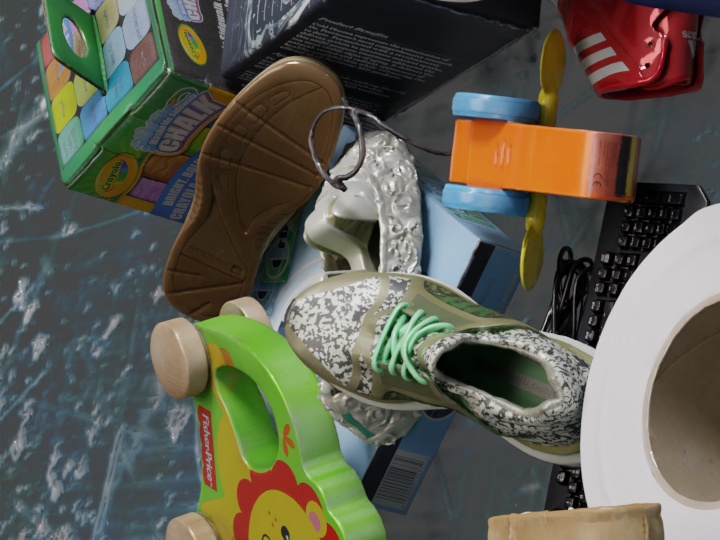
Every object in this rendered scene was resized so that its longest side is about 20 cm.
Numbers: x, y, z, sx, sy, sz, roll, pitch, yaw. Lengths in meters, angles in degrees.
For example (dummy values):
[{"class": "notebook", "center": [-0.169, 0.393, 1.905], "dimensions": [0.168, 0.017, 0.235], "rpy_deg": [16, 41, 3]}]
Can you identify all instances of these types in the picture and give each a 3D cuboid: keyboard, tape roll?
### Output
[{"class": "keyboard", "center": [0.122, 0.049, 1.454], "dimensions": [0.104, 0.039, 0.201], "rpy_deg": [2, 77, 54]}, {"class": "tape roll", "center": [0.194, 0.070, 1.317], "dimensions": [0.202, 0.070, 0.204], "rpy_deg": [-26, 57, 47]}]

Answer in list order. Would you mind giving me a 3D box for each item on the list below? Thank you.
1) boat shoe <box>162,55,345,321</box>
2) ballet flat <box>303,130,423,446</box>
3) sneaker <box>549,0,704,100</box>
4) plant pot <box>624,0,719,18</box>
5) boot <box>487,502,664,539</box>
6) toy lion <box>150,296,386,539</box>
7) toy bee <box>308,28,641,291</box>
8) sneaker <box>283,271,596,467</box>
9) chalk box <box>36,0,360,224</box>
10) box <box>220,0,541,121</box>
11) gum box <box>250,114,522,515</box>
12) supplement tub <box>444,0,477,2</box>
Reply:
[{"class": "boat shoe", "center": [-0.059, -0.058, 1.642], "dimensions": [0.072, 0.072, 0.201], "rpy_deg": [-65, 1, -52]}, {"class": "ballet flat", "center": [0.000, 0.000, 1.546], "dimensions": [0.072, 0.071, 0.201], "rpy_deg": [-35, 49, 42]}, {"class": "sneaker", "center": [0.178, -0.163, 1.449], "dimensions": [0.200, 0.078, 0.116], "rpy_deg": [-53, 46, 46]}, {"class": "plant pot", "center": [0.195, -0.228, 1.285], "dimensions": [0.199, 0.180, 0.201], "rpy_deg": [10, 85, 27]}, {"class": "boot", "center": [0.080, 0.209, 1.248], "dimensions": [0.174, 0.066, 0.201], "rpy_deg": [-10, 84, 44]}, {"class": "toy lion", "center": [-0.042, 0.135, 1.578], "dimensions": [0.191, 0.068, 0.201], "rpy_deg": [25, 124, 53]}, {"class": "toy bee", "center": [0.086, -0.069, 1.499], "dimensions": [0.200, 0.108, 0.132], "rpy_deg": [36, 112, 38]}, {"class": "sneaker", "center": [0.043, 0.040, 1.430], "dimensions": [0.199, 0.089, 0.077], "rpy_deg": [15, 83, 24]}, {"class": "chalk box", "center": [-0.119, -0.118, 1.720], "dimensions": [0.124, 0.199, 0.125], "rpy_deg": [-44, 43, 35]}, {"class": "box", "center": [0.017, -0.216, 1.607], "dimensions": [0.196, 0.123, 0.201], "rpy_deg": [-25, 55, 61]}, {"class": "gum box", "center": [0.002, 0.020, 1.630], "dimensions": [0.200, 0.044, 0.171], "rpy_deg": [42, 111, 52]}, {"class": "supplement tub", "center": [0.075, -0.253, 1.448], "dimensions": [0.144, 0.145, 0.200], "rpy_deg": [-8, 36, 53]}]
